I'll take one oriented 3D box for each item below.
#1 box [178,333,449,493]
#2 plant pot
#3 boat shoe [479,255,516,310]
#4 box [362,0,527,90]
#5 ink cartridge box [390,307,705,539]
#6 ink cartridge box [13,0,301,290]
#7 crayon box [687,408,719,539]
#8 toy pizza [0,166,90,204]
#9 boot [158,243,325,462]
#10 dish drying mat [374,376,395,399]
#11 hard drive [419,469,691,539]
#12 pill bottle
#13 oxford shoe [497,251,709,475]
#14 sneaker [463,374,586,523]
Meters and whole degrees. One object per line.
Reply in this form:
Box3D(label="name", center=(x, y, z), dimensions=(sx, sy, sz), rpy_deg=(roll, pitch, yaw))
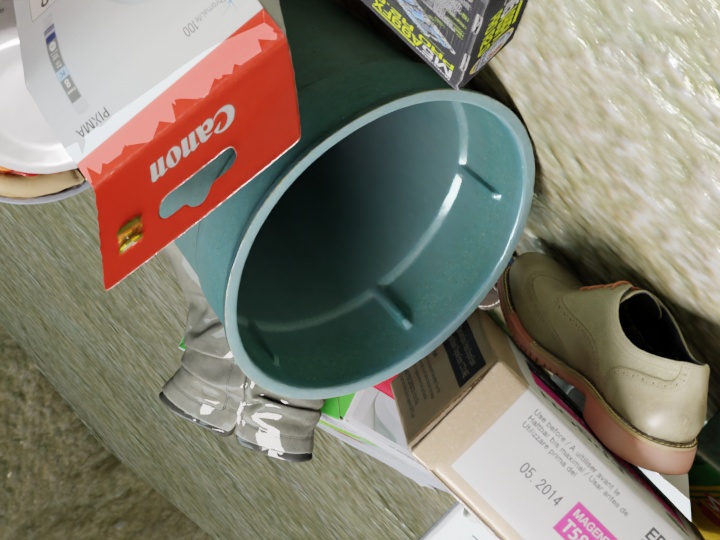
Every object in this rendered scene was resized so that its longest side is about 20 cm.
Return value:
Box3D(label="box", center=(0.007, 0.073, 1.887), dimensions=(0.176, 0.097, 0.200), rpy_deg=(31, 173, -38))
Box3D(label="plant pot", center=(-0.039, -0.066, 1.538), dimensions=(0.196, 0.200, 0.200), rpy_deg=(46, 171, 38))
Box3D(label="boat shoe", center=(0.000, 0.000, 1.676), dimensions=(0.199, 0.073, 0.072), rpy_deg=(14, 153, -15))
Box3D(label="box", center=(-0.003, -0.188, 1.314), dimensions=(0.200, 0.044, 0.160), rpy_deg=(44, 169, 7))
Box3D(label="ink cartridge box", center=(0.113, 0.124, 1.548), dimensions=(0.200, 0.075, 0.165), rpy_deg=(45, -176, -10))
Box3D(label="ink cartridge box", center=(-0.112, -0.114, 1.466), dimensions=(0.047, 0.160, 0.201), rpy_deg=(22, -136, -40))
Box3D(label="crayon box", center=(0.251, 0.157, 1.598), dimensions=(0.127, 0.051, 0.200), rpy_deg=(40, 168, 22))
Box3D(label="toy pizza", center=(-0.228, -0.145, 1.868), dimensions=(0.200, 0.200, 0.032), rpy_deg=(48, 154, -13))
Box3D(label="boot", center=(-0.099, 0.032, 1.744), dimensions=(0.200, 0.131, 0.068), rpy_deg=(30, -164, 9))
Box3D(label="dish drying mat", center=(-0.017, 0.014, 1.771), dimensions=(0.200, 0.077, 0.018), rpy_deg=(31, -173, 29))
Box3D(label="hard drive", center=(0.132, 0.174, 1.804), dimensions=(0.132, 0.025, 0.200), rpy_deg=(40, 128, -1))
Box3D(label="pill bottle", center=(-0.203, -0.164, 1.757), dimensions=(0.114, 0.114, 0.200), rpy_deg=(54, -164, -38))
Box3D(label="oxford shoe", center=(0.143, 0.034, 1.560), dimensions=(0.071, 0.074, 0.200), rpy_deg=(6, -153, -32))
Box3D(label="sneaker", center=(0.138, 0.108, 1.703), dimensions=(0.080, 0.071, 0.200), rpy_deg=(27, 143, -9))
